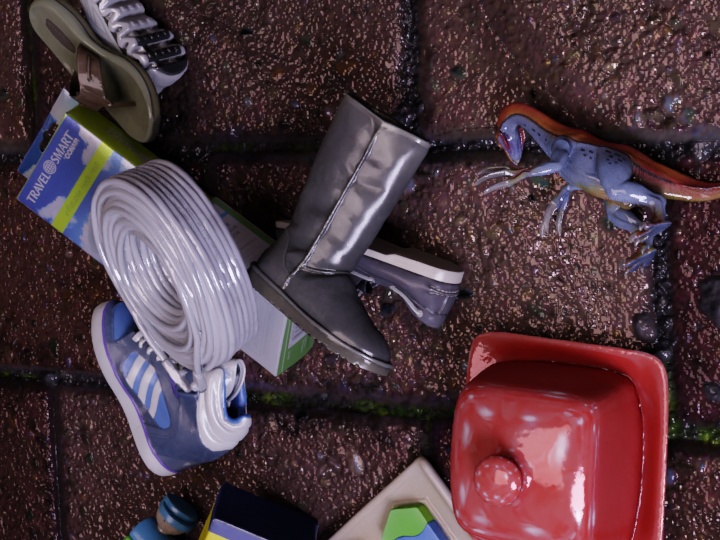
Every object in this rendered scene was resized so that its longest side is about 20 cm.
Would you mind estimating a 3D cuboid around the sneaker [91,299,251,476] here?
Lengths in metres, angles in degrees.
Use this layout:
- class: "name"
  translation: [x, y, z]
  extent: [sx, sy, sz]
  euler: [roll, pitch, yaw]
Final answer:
- class: "sneaker"
  translation: [-0.181, 0.098, 1.621]
  extent: [0.146, 0.080, 0.201]
  euler: [-29, 77, 26]

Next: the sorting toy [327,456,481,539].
- class: "sorting toy"
  translation: [0.050, 0.305, 1.509]
  extent: [0.200, 0.036, 0.185]
  euler: [-47, 71, 30]

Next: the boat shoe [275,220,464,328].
- class: "boat shoe"
  translation: [0.000, 0.000, 1.478]
  extent: [0.199, 0.073, 0.063]
  euler: [19, 103, 27]

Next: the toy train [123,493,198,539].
- class: "toy train"
  translation: [-0.171, 0.336, 1.649]
  extent: [0.200, 0.085, 0.116]
  euler: [43, 103, 19]

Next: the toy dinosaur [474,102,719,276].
- class: "toy dinosaur"
  translation: [0.197, -0.086, 1.350]
  extent: [0.199, 0.105, 0.182]
  euler: [-27, 64, -3]

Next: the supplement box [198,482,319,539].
- class: "supplement box"
  translation: [-0.128, 0.331, 1.548]
  extent: [0.109, 0.109, 0.201]
  euler: [23, 101, -4]

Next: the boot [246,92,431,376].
- class: "boot"
  translation: [0.005, -0.032, 1.408]
  extent: [0.182, 0.073, 0.200]
  euler: [38, 94, 17]

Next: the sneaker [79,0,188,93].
- class: "sneaker"
  translation: [-0.257, -0.260, 1.623]
  extent: [0.081, 0.075, 0.201]
  euler: [-41, 73, 41]

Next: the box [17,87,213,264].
- class: "box"
  translation: [-0.257, -0.078, 1.619]
  extent: [0.200, 0.048, 0.122]
  euler: [37, 118, 0]

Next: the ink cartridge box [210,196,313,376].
- class: "ink cartridge box"
  translation: [-0.131, 0.001, 1.543]
  extent: [0.200, 0.059, 0.104]
  euler: [35, 141, 20]

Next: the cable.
- class: "cable"
  translation: [-0.170, -0.004, 1.450]
  extent: [0.200, 0.069, 0.200]
  euler: [52, 152, 15]

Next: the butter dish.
- class: "butter dish"
  translation: [0.148, 0.166, 1.351]
  extent: [0.198, 0.147, 0.201]
  euler: [7, 99, 34]

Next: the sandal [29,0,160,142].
- class: "sandal"
  translation: [-0.273, -0.194, 1.586]
  extent: [0.201, 0.057, 0.080]
  euler: [42, 140, 18]
